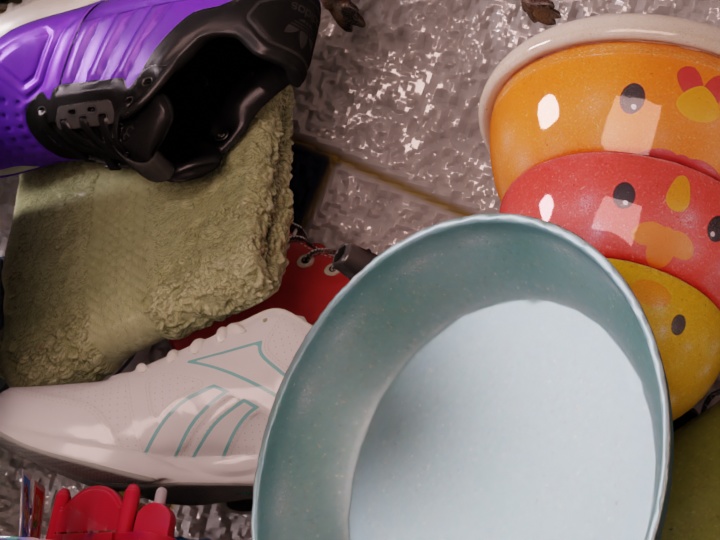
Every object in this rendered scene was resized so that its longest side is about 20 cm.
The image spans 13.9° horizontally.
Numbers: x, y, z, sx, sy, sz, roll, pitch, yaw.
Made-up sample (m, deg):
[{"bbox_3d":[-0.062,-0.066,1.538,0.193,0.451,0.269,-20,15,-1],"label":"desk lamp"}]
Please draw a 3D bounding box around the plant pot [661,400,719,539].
[{"bbox_3d":[0.145,0.141,1.162,0.187,0.187,0.200,34,78,23],"label":"plant pot"}]

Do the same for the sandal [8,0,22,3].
[{"bbox_3d":[-0.180,-0.128,1.388,0.070,0.078,0.212,42,112,58],"label":"sandal"}]

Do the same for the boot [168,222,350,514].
[{"bbox_3d":[0.000,0.000,1.293,0.200,0.072,0.144,-27,67,15],"label":"boot"}]

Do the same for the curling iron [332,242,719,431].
[{"bbox_3d":[0.076,0.035,1.215,0.200,0.026,0.050,28,128,-14],"label":"curling iron"}]

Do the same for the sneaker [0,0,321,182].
[{"bbox_3d":[-0.102,-0.075,1.270,0.200,0.070,0.100,-27,50,25],"label":"sneaker"}]

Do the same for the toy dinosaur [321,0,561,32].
[{"bbox_3d":[0.037,-0.183,1.307,0.200,0.086,0.136,-2,57,38],"label":"toy dinosaur"}]

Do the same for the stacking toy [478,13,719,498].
[{"bbox_3d":[0.105,0.014,1.152,0.146,0.146,0.200,-1,56,21],"label":"stacking toy"}]

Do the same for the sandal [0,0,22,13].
[{"bbox_3d":[-0.133,-0.136,1.324,0.080,0.201,0.057,59,139,48],"label":"sandal"}]

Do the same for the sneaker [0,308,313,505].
[{"bbox_3d":[-0.055,0.057,1.227,0.200,0.070,0.080,4,78,7],"label":"sneaker"}]

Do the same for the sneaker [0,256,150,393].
[{"bbox_3d":[-0.196,0.034,1.354,0.200,0.079,0.078,-13,73,17],"label":"sneaker"}]

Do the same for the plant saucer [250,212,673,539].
[{"bbox_3d":[0.043,0.079,1.091,0.200,0.036,0.200,-17,63,39],"label":"plant saucer"}]

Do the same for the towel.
[{"bbox_3d":[-0.091,-0.035,1.305,0.148,0.036,0.200,-25,38,21],"label":"towel"}]

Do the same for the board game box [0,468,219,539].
[{"bbox_3d":[-0.079,0.116,1.227,0.158,0.200,0.039,8,76,5],"label":"board game box"}]
